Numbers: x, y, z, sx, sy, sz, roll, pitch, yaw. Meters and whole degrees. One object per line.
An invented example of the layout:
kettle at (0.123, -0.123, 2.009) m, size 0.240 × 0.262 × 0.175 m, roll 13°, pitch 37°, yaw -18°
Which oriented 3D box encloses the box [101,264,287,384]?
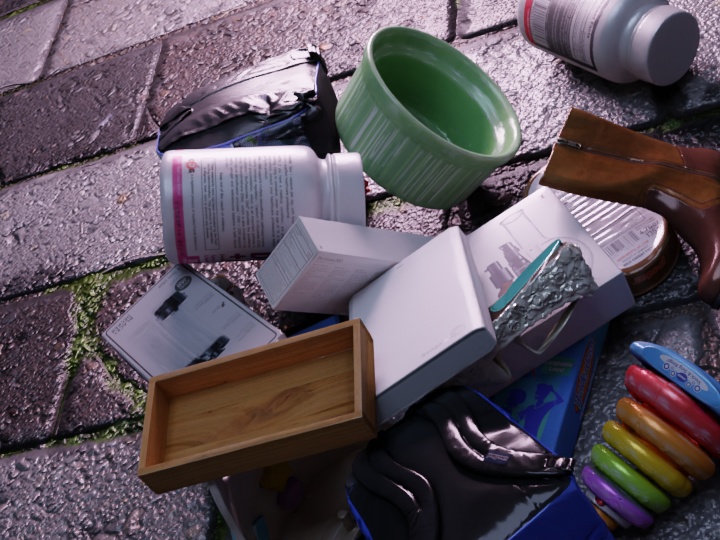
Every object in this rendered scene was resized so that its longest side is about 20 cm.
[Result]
box at (-0.152, 0.080, 1.110) m, size 0.117 × 0.060 × 0.199 m, roll -45°, pitch 41°, yaw -14°

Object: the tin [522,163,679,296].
tin at (0.241, -0.051, 1.169) m, size 0.111 × 0.042 × 0.200 m, roll -30°, pitch 42°, yaw -3°

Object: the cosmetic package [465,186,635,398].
cosmetic package at (0.133, 0.026, 1.087) m, size 0.199 × 0.052 × 0.151 m, roll -33°, pitch 40°, yaw 2°

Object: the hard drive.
hard drive at (0.048, 0.044, 1.015) m, size 0.131 × 0.026 × 0.200 m, roll -35°, pitch 22°, yaw 14°

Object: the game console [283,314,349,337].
game console at (-0.098, 0.105, 1.178) m, size 0.199 × 0.176 × 0.117 m, roll -26°, pitch 72°, yaw 9°

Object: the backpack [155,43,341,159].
backpack at (-0.118, -0.136, 1.289) m, size 0.198 × 0.148 × 0.184 m, roll -17°, pitch 29°, yaw 9°

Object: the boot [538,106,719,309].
boot at (0.265, -0.065, 1.073) m, size 0.198 × 0.069 × 0.189 m, roll 19°, pitch 57°, yaw 5°

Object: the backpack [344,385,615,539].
backpack at (0.084, 0.204, 0.911) m, size 0.162 × 0.169 × 0.200 m, roll -34°, pitch 32°, yaw -9°

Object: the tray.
tray at (-0.084, 0.113, 0.951) m, size 0.198 × 0.037 × 0.099 m, roll -16°, pitch 46°, yaw 15°

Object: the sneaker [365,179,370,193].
sneaker at (-0.033, -0.065, 1.320) m, size 0.115 × 0.079 × 0.200 m, roll -35°, pitch 43°, yaw 0°

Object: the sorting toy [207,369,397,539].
sorting toy at (-0.065, 0.183, 1.034) m, size 0.106 × 0.181 × 0.201 m, roll 11°, pitch 58°, yaw 37°

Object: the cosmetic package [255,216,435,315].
cosmetic package at (0.000, 0.000, 1.135) m, size 0.083 × 0.199 × 0.051 m, roll -48°, pitch 55°, yaw 30°

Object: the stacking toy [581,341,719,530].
stacking toy at (0.223, 0.168, 0.947) m, size 0.116 × 0.110 × 0.201 m, roll 39°, pitch 91°, yaw 37°

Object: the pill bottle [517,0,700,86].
pill bottle at (0.278, -0.276, 1.296) m, size 0.111 × 0.111 × 0.200 m, roll -42°, pitch 43°, yaw -10°

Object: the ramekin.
ramekin at (0.069, -0.162, 1.258) m, size 0.098 × 0.199 × 0.201 m, roll -50°, pitch 30°, yaw 36°

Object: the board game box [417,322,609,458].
board game box at (0.141, 0.097, 1.087) m, size 0.151 × 0.045 × 0.201 m, roll 0°, pitch 51°, yaw 32°

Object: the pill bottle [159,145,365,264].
pill bottle at (-0.097, -0.067, 1.159) m, size 0.198 × 0.114 × 0.114 m, roll -3°, pitch 45°, yaw -5°

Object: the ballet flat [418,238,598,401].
ballet flat at (0.124, 0.057, 0.989) m, size 0.200 × 0.072 × 0.072 m, roll -41°, pitch 42°, yaw 0°

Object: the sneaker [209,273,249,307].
sneaker at (-0.150, 0.061, 1.218) m, size 0.072 × 0.085 × 0.200 m, roll -26°, pitch 19°, yaw 0°
